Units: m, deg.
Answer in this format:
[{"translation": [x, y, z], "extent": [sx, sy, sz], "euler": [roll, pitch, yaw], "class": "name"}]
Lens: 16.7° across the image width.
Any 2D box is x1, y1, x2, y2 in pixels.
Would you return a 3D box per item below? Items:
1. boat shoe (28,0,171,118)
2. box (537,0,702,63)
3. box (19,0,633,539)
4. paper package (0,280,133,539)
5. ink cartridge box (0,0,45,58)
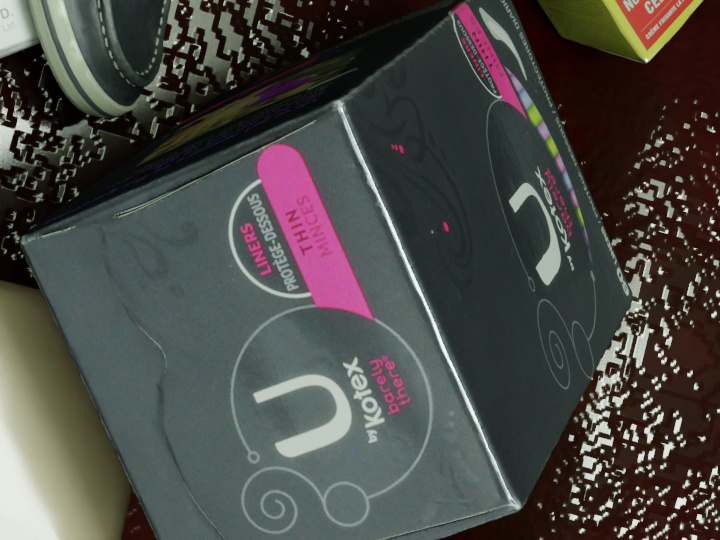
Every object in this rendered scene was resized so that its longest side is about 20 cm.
[{"translation": [-0.065, -0.148, 0.780], "extent": [0.062, 0.075, 0.201], "euler": [5, 84, 21], "class": "boat shoe"}, {"translation": [0.058, -0.164, 0.808], "extent": [0.075, 0.050, 0.200], "euler": [-47, 128, -13], "class": "box"}, {"translation": [0.000, 0.000, 0.734], "extent": [0.106, 0.200, 0.123], "euler": [-21, 100, 20], "class": "box"}, {"translation": [-0.174, 0.086, 0.729], "extent": [0.190, 0.103, 0.201], "euler": [16, 84, -20], "class": "paper package"}, {"translation": [-0.189, -0.143, 0.754], "extent": [0.119, 0.042, 0.201], "euler": [-23, 101, -19], "class": "ink cartridge box"}]
